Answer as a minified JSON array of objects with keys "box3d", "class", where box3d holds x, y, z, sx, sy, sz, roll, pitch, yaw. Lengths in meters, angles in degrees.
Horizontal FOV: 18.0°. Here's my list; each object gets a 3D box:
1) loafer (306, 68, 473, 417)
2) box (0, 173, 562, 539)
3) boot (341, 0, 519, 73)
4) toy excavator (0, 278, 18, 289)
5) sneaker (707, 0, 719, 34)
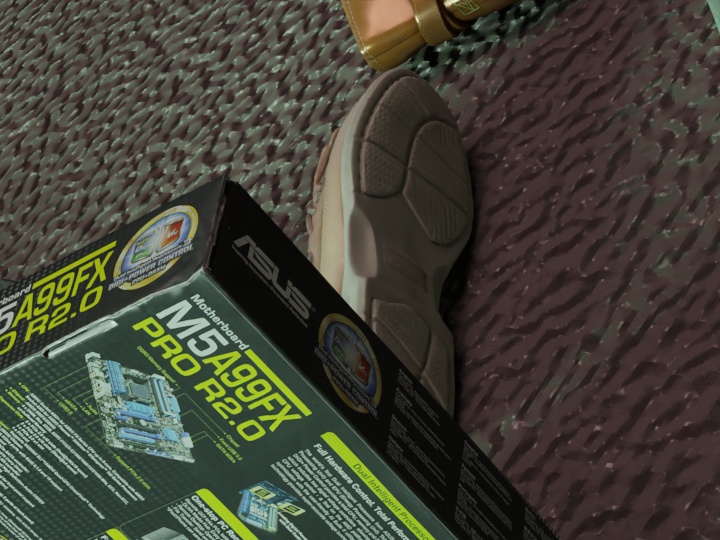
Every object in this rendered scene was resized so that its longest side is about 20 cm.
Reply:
[{"box3d":[0.000,0.000,0.902,0.063,0.072,0.201,-32,34,31],"class":"loafer"},{"box3d":[-0.046,0.079,0.720,0.159,0.200,0.044,-26,33,28],"class":"box"},{"box3d":[0.053,-0.188,1.074,0.154,0.074,0.201,-34,28,22],"class":"boot"},{"box3d":[-0.159,0.108,0.875,0.100,0.193,0.202,107,178,-77],"class":"toy excavator"},{"box3d":[0.194,-0.105,0.753,0.199,0.118,0.074,-9,42,42],"class":"sneaker"}]
